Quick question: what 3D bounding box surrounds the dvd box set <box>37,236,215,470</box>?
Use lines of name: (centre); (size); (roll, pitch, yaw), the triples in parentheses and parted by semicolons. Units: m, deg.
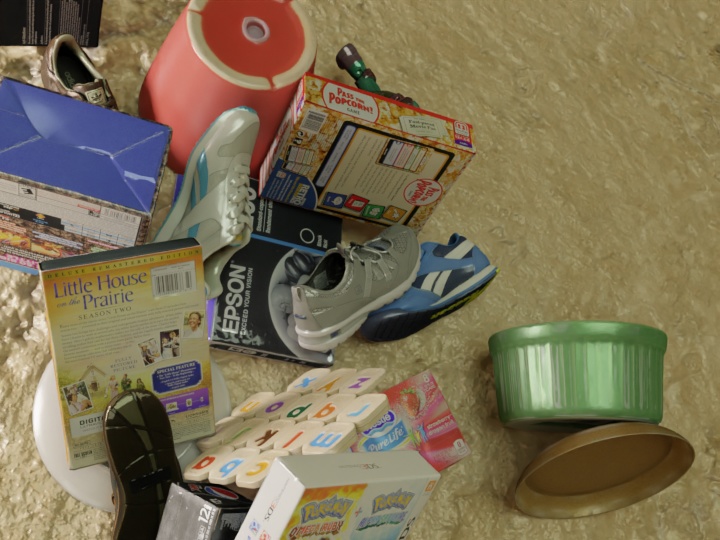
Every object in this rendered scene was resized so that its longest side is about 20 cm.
dvd box set: (-0.213, 0.077, 0.815); (0.145, 0.029, 0.203); (-12, 114, -24)

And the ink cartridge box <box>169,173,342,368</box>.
ink cartridge box: (-0.118, -0.004, 0.965); (0.197, 0.043, 0.201); (12, 65, -21)

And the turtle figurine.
turtle figurine: (0.026, -0.180, 1.074); (0.200, 0.101, 0.149); (46, 61, 8)

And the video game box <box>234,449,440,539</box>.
video game box: (-0.034, 0.246, 0.766); (0.047, 0.184, 0.199); (33, 13, 36)

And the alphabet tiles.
alphabet tiles: (-0.069, 0.149, 0.843); (0.195, 0.198, 0.015); (-35, 111, -43)

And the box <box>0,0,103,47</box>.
box: (-0.346, -0.325, 0.925); (0.139, 0.200, 0.080); (-8, 72, -24)

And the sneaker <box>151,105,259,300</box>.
sneaker: (-0.143, -0.069, 0.895); (0.080, 0.076, 0.202); (27, 100, 15)

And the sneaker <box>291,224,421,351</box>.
sneaker: (0.000, 0.000, 0.941); (0.200, 0.074, 0.083); (-45, 130, -40)

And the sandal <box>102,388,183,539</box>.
sandal: (-0.209, 0.207, 0.824); (0.081, 0.054, 0.203); (-14, 101, -29)

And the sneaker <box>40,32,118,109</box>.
sneaker: (-0.293, -0.164, 0.952); (0.070, 0.076, 0.201); (-29, 81, -28)

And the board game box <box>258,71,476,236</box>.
board game box: (0.005, -0.119, 0.958); (0.198, 0.152, 0.047); (14, 49, -20)

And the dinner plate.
dinner plate: (-0.227, 0.141, 0.884); (0.197, 0.024, 0.203); (8, 68, -18)

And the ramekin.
ramekin: (0.243, 0.125, 0.977); (0.197, 0.200, 0.099); (7, 73, -18)

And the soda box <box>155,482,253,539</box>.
soda box: (-0.152, 0.295, 0.772); (0.063, 0.070, 0.203); (20, 85, -52)

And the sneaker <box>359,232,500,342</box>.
sneaker: (0.070, 0.019, 1.024); (0.198, 0.074, 0.083); (-25, 73, -32)

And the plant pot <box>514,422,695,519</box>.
plant pot: (0.261, 0.216, 0.948); (0.197, 0.201, 0.028); (5, 49, -19)

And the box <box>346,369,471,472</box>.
box: (-0.001, 0.194, 0.907); (0.198, 0.095, 0.104); (-22, 78, -27)

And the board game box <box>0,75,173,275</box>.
board game box: (-0.281, -0.071, 0.847); (0.157, 0.200, 0.098); (16, 62, -15)

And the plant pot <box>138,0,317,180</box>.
plant pot: (-0.138, -0.217, 0.976); (0.198, 0.177, 0.203); (8, 65, -18)
